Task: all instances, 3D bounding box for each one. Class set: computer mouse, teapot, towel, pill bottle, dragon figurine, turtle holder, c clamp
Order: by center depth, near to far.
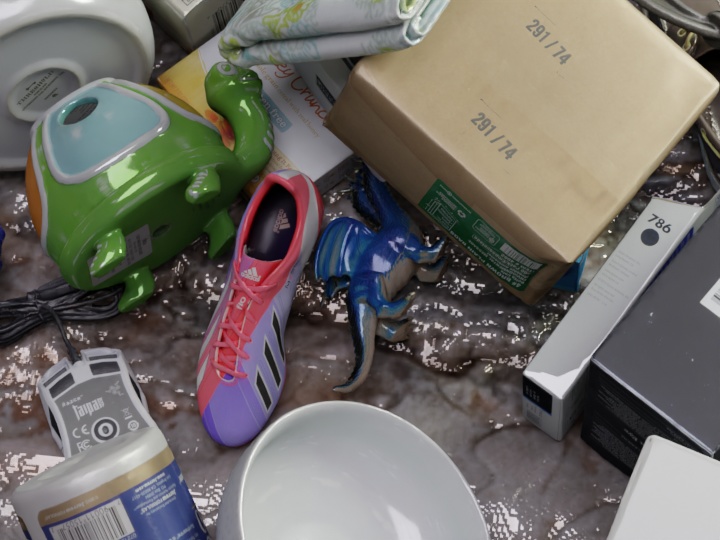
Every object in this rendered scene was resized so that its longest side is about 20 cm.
[{"bbox_3d":[-0.142,0.214,1.481,0.111,0.111,0.200,-24,95,-5],"label":"pill bottle"},{"bbox_3d":[0.008,-0.213,1.518,0.200,0.048,0.171,0,44,50],"label":"towel"},{"bbox_3d":[-0.153,-0.075,1.576,0.185,0.141,0.132,-42,71,15],"label":"turtle holder"},{"bbox_3d":[-0.193,0.095,1.592,0.109,0.044,0.200,-20,64,-9],"label":"computer mouse"},{"bbox_3d":[0.000,0.000,1.602,0.099,0.059,0.200,24,69,14],"label":"dragon figurine"},{"bbox_3d":[-0.251,-0.182,1.626,0.199,0.198,0.146,-17,57,-15],"label":"teapot"},{"bbox_3d":[0.287,-0.212,1.643,0.200,0.027,0.171,-21,56,-32],"label":"c clamp"}]

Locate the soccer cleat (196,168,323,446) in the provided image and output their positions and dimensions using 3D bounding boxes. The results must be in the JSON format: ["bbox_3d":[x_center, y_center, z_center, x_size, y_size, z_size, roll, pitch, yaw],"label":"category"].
[{"bbox_3d":[-0.076,0.025,1.573,0.067,0.076,0.201,17,87,15],"label":"soccer cleat"}]

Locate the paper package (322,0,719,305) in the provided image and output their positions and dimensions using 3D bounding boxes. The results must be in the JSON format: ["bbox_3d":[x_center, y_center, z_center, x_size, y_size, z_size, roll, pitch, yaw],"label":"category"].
[{"bbox_3d":[0.109,-0.113,1.529,0.200,0.103,0.191,41,70,3],"label":"paper package"}]

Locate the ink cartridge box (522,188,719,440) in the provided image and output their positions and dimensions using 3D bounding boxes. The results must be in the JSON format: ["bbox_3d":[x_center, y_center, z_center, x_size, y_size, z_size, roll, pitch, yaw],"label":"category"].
[{"bbox_3d":[0.184,0.020,1.562,0.039,0.100,0.200,35,75,17],"label":"ink cartridge box"}]

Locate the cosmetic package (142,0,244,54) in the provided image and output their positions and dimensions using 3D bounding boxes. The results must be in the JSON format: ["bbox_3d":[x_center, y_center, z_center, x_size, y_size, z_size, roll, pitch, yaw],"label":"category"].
[{"bbox_3d":[-0.158,-0.267,1.699,0.103,0.087,0.200,-41,73,-10],"label":"cosmetic package"}]

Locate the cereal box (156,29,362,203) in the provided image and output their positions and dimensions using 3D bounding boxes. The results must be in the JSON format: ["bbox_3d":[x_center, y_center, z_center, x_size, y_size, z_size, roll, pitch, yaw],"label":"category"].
[{"bbox_3d":[-0.031,-0.144,1.669,0.200,0.040,0.144,-38,72,-10],"label":"cereal box"}]

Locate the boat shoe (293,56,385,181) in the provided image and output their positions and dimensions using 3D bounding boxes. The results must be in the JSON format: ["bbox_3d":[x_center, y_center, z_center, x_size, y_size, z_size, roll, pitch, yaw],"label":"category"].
[{"bbox_3d":[-0.005,-0.158,1.614,0.068,0.072,0.200,-27,65,-15],"label":"boat shoe"}]

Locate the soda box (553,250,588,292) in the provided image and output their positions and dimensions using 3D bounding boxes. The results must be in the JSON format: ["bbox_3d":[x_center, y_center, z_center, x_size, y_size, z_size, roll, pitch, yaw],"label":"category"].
[{"bbox_3d":[0.149,-0.092,1.625,0.068,0.064,0.201,13,70,8],"label":"soda box"}]

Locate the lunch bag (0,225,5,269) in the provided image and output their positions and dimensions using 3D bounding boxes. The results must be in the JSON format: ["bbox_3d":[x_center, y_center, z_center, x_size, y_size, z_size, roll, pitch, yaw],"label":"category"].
[{"bbox_3d":[-0.367,0.027,1.588,0.199,0.127,0.171,13,73,0],"label":"lunch bag"}]

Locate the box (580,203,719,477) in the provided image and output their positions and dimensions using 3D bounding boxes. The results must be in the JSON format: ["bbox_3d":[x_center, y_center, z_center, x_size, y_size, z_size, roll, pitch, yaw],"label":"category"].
[{"bbox_3d":[0.249,0.046,1.504,0.104,0.182,0.200,38,76,16],"label":"box"}]

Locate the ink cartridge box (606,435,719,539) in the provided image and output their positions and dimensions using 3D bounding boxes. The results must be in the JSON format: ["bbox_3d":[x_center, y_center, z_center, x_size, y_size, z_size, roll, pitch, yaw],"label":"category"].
[{"bbox_3d":[0.234,0.192,1.442,0.144,0.200,0.084,22,75,12],"label":"ink cartridge box"}]

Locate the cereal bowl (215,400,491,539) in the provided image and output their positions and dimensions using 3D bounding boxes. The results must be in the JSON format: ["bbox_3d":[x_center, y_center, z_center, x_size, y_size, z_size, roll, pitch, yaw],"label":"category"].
[{"bbox_3d":[-0.013,0.194,1.498,0.200,0.083,0.201,15,57,-25],"label":"cereal bowl"}]

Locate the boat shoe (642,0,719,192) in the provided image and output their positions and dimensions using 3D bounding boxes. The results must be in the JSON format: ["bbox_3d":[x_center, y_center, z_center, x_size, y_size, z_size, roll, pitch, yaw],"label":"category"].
[{"bbox_3d":[0.259,-0.149,1.641,0.072,0.060,0.201,-15,69,-1],"label":"boat shoe"}]
